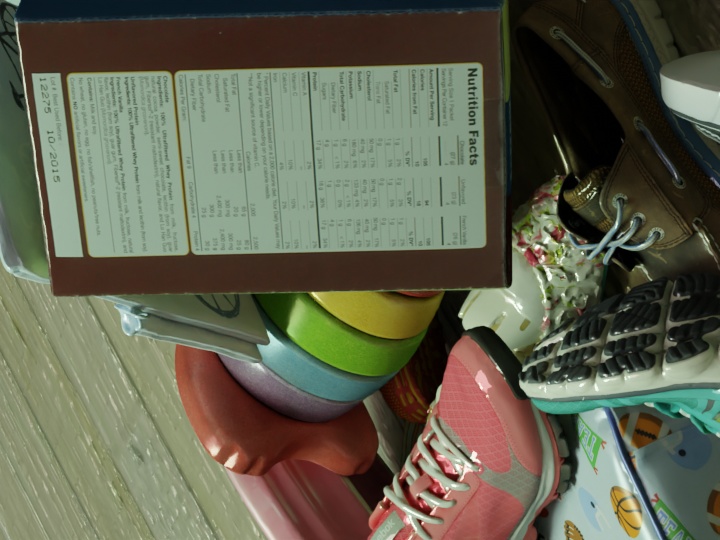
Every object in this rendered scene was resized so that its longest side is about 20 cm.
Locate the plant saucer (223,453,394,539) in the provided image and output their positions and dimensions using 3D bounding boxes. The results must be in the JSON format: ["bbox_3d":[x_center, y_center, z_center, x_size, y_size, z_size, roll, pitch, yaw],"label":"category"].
[{"bbox_3d":[-0.010,0.135,1.278,0.201,0.051,0.201,52,-173,-9],"label":"plant saucer"}]

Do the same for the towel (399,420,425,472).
[{"bbox_3d":[0.064,0.162,1.321,0.147,0.022,0.201,42,141,41],"label":"towel"}]

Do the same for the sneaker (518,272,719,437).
[{"bbox_3d":[0.161,0.051,0.964,0.199,0.078,0.080,-2,121,30],"label":"sneaker"}]

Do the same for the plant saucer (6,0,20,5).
[{"bbox_3d":[-0.160,-0.173,1.237,0.200,0.036,0.201,-163,90,-88],"label":"plant saucer"}]

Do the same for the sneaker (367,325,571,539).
[{"bbox_3d":[0.046,0.114,1.107,0.074,0.087,0.201,51,152,37],"label":"sneaker"}]

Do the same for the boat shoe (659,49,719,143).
[{"bbox_3d":[0.199,-0.044,0.909,0.200,0.072,0.068,20,123,47],"label":"boat shoe"}]

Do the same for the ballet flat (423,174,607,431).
[{"bbox_3d":[0.077,0.040,1.164,0.076,0.064,0.200,48,140,35],"label":"ballet flat"}]

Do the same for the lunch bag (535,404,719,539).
[{"bbox_3d":[0.146,0.140,1.107,0.201,0.075,0.160,67,157,9],"label":"lunch bag"}]

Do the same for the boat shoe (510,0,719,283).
[{"bbox_3d":[0.126,-0.036,1.031,0.201,0.072,0.072,64,150,11],"label":"boat shoe"}]

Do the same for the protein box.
[{"bbox_3d":[-0.033,-0.098,1.009,0.199,0.199,0.135,-86,-6,-58],"label":"protein box"}]

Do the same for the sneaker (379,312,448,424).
[{"bbox_3d":[-0.010,0.012,1.286,0.073,0.077,0.200,33,-157,-55],"label":"sneaker"}]

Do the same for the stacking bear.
[{"bbox_3d":[0.000,0.000,1.157,0.200,0.121,0.114,-50,55,30],"label":"stacking bear"}]

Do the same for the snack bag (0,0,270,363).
[{"bbox_3d":[-0.134,-0.050,1.082,0.021,0.200,0.189,-35,63,22],"label":"snack bag"}]
